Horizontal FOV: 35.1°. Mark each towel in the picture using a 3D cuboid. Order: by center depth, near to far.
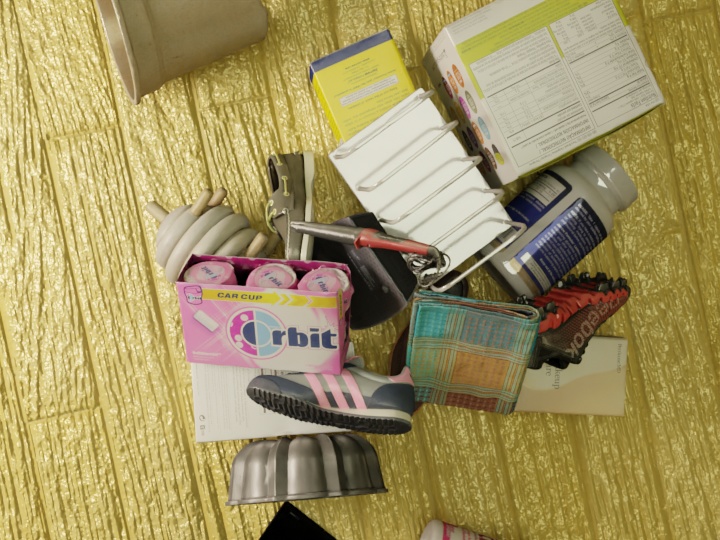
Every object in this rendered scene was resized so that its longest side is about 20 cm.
[{"bbox_3d":[0.126,0.102,1.337,0.145,0.201,0.022,8,49,3],"label":"towel"}]

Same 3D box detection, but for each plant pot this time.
[{"bbox_3d":[-0.218,-0.323,1.389,0.182,0.200,0.202,-18,91,-14],"label":"plant pot"}]

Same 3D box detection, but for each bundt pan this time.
[{"bbox_3d":[-0.067,0.241,1.386,0.200,0.202,0.076,-4,79,-3],"label":"bundt pan"}]

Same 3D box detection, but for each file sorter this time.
[{"bbox_3d":[0.079,-0.093,1.316,0.138,0.125,0.201,-36,97,-2],"label":"file sorter"}]

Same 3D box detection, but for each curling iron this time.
[{"bbox_3d":[0.007,-0.026,1.274,0.199,0.026,0.050,16,117,22],"label":"curling iron"}]

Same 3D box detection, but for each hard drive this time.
[{"bbox_3d":[0.000,0.000,1.388,0.042,0.200,0.135,-35,91,-22],"label":"hard drive"}]

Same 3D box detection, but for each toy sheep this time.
[{"bbox_3d":[-0.185,-0.025,1.410,0.200,0.138,0.138,40,88,12],"label":"toy sheep"}]

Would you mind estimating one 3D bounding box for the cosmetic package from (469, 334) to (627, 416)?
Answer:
[{"bbox_3d":[0.235,0.130,1.456,0.198,0.071,0.106,2,90,-3],"label":"cosmetic package"}]

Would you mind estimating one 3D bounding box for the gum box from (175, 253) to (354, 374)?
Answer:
[{"bbox_3d":[-0.105,0.051,1.323,0.198,0.066,0.114,4,123,9],"label":"gum box"}]

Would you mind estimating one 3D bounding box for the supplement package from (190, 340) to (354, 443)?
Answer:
[{"bbox_3d":[-0.106,0.146,1.419,0.198,0.114,0.110,-4,91,-5],"label":"supplement package"}]

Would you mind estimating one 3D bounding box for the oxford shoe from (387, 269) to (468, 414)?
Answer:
[{"bbox_3d":[0.083,0.092,1.448,0.071,0.073,0.201,19,89,-3],"label":"oxford shoe"}]

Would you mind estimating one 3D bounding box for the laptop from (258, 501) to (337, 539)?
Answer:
[{"bbox_3d":[-0.093,0.444,1.472,0.187,0.116,0.200,38,60,-3],"label":"laptop"}]

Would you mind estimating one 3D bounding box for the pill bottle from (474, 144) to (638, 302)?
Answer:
[{"bbox_3d":[0.245,-0.060,1.434,0.200,0.116,0.116,-41,92,-2],"label":"pill bottle"}]

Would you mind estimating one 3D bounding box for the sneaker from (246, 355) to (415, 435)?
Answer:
[{"bbox_3d":[-0.033,0.138,1.346,0.198,0.070,0.083,12,63,-2],"label":"sneaker"}]

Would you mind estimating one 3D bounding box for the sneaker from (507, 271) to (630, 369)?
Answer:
[{"bbox_3d":[0.256,0.064,1.393,0.200,0.071,0.099,-20,111,-35],"label":"sneaker"}]

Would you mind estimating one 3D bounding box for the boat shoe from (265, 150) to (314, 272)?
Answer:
[{"bbox_3d":[-0.087,-0.074,1.396,0.060,0.203,0.072,2,134,-5],"label":"boat shoe"}]

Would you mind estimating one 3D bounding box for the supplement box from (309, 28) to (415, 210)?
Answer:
[{"bbox_3d":[0.024,-0.181,1.427,0.109,0.109,0.201,-24,92,-2],"label":"supplement box"}]

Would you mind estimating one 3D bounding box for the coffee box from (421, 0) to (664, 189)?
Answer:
[{"bbox_3d":[0.216,-0.232,1.391,0.199,0.200,0.199,-27,91,-4],"label":"coffee box"}]

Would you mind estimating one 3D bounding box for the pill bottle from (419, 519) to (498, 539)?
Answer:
[{"bbox_3d":[0.167,0.397,1.432,0.199,0.113,0.114,19,89,-3],"label":"pill bottle"}]
